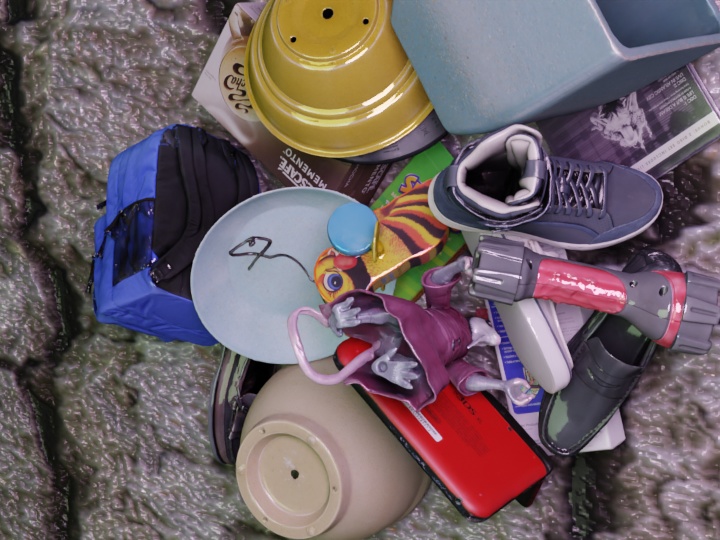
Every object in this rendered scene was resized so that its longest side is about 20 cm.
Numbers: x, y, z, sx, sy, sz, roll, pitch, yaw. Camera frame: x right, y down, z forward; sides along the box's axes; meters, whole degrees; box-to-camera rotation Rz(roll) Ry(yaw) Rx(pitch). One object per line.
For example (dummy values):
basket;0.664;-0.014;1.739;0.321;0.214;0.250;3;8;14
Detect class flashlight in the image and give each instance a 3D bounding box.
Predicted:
flashlight;0.188;0.018;1.133;0.197;0.069;0.068;12;149;2

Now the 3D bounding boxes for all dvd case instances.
dvd case;0.211;-0.168;1.223;0.148;0.016;0.202;-35;78;34

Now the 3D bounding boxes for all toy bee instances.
toy bee;0.000;0.000;1.264;0.198;0.131;0.110;-24;75;20

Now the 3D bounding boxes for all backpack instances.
backpack;-0.195;-0.039;1.430;0.167;0.162;0.203;-17;62;36

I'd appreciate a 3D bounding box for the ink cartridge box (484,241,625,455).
ink cartridge box;0.173;0.068;1.287;0.099;0.039;0.203;-10;95;36

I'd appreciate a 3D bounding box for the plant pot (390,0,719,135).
plant pot;0.141;-0.213;1.142;0.199;0.195;0.198;-34;79;40

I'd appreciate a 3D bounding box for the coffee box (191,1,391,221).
coffee box;-0.058;-0.158;1.377;0.200;0.079;0.114;45;122;19

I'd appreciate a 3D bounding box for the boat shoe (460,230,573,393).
boat shoe;0.147;0.007;1.223;0.072;0.065;0.202;95;153;-64

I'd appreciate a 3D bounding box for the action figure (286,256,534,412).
action figure;0.056;0.069;1.212;0.148;0.199;0.136;-17;85;30

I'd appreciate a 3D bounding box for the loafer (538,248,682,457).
loafer;0.212;0.073;1.208;0.068;0.070;0.202;29;101;2

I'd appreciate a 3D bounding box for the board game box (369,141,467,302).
board game box;0.046;-0.030;1.364;0.096;0.030;0.200;52;126;14

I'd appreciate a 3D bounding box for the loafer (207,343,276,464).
loafer;-0.118;0.116;1.488;0.062;0.072;0.203;13;105;28

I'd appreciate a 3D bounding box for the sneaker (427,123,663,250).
sneaker;0.162;-0.066;1.136;0.199;0.146;0.078;0;81;-5

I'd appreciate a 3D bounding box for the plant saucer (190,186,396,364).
plant saucer;-0.064;-0.002;1.342;0.202;0.199;0.039;-62;22;27

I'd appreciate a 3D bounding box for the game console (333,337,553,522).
game console;0.069;0.147;1.284;0.200;0.172;0.119;48;133;17

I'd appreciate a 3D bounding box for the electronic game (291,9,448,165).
electronic game;0.017;-0.192;1.288;0.197;0.042;0.203;-4;70;12

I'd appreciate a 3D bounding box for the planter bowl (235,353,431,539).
planter bowl;-0.042;0.186;1.390;0.198;0.134;0.203;7;106;26

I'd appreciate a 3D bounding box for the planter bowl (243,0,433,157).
planter bowl;-0.020;-0.209;1.236;0.198;0.084;0.203;-4;70;12
